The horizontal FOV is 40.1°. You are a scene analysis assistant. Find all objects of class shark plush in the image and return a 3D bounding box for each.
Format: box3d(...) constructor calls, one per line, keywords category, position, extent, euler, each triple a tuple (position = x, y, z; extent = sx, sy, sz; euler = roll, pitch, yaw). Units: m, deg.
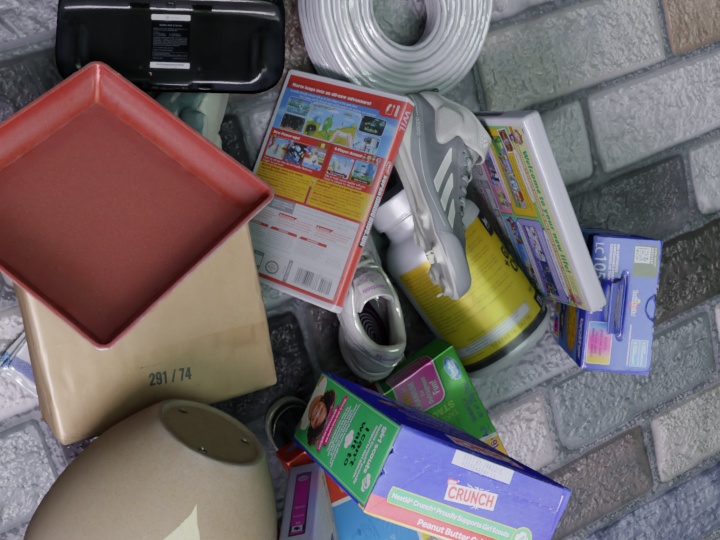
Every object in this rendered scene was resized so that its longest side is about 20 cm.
box3d(category="shark plush", position=(-0.161, -0.175, 0.883), extent=(0.082, 0.091, 0.204), euler=(11, 98, 4))

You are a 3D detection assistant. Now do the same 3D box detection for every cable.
box3d(category="cable", position=(0.038, -0.256, 0.962), extent=(0.197, 0.069, 0.204), euler=(-9, 101, -25))

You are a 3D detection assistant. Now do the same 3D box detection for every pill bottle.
box3d(category="pill bottle", position=(0.095, 0.000, 0.994), extent=(0.112, 0.112, 0.201), euler=(-39, 98, -16))

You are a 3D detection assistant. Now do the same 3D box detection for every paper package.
box3d(category="paper package", position=(-0.191, 0.030, 0.849), extent=(0.197, 0.103, 0.194), euler=(-15, 104, -24))

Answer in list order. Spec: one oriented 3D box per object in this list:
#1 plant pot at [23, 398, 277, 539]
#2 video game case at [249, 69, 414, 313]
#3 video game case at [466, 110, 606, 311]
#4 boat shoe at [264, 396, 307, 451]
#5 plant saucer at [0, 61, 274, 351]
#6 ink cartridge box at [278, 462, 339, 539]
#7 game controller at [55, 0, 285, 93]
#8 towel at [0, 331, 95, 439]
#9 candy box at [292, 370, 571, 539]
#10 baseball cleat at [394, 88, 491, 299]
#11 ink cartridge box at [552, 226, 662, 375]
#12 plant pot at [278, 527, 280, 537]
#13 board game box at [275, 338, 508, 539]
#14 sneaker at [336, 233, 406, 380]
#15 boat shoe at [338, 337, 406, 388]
box3d(category="plant pot", position=(-0.143, 0.182, 0.768), extent=(0.198, 0.200, 0.136), euler=(20, 104, -26))
box3d(category="video game case", position=(-0.043, -0.078, 0.917), extent=(0.017, 0.141, 0.203), euler=(21, 88, -58))
box3d(category="video game case", position=(0.153, -0.064, 0.982), extent=(0.022, 0.182, 0.203), euler=(-29, 109, -17))
box3d(category="boat shoe", position=(-0.022, 0.215, 1.002), extent=(0.074, 0.066, 0.201), euler=(-36, 110, -16))
box3d(category="plant saucer", position=(-0.200, -0.051, 0.758), extent=(0.198, 0.037, 0.200), euler=(36, 55, 11))
box3d(category="ink cartridge box", position=(-0.041, 0.247, 0.818), extent=(0.036, 0.200, 0.096), euler=(-11, 105, 1))
box3d(category="game controller", position=(-0.163, -0.206, 0.853), extent=(0.196, 0.042, 0.107), euler=(0, 86, -6))
box3d(category="towel", position=(-0.216, 0.053, 0.910), extent=(0.147, 0.024, 0.201), euler=(43, 78, -25))
box3d(category="candy box", position=(0.052, 0.165, 0.840), extent=(0.167, 0.200, 0.078), euler=(25, 86, -21))
box3d(category="baseball cleat", position=(0.085, -0.079, 0.910), extent=(0.105, 0.070, 0.203), euler=(-17, 79, -11))
box3d(category="ink cartridge box", position=(0.258, 0.027, 1.032), extent=(0.075, 0.200, 0.139), euler=(4, 96, 0))
box3d(category="plant pot", position=(-0.179, 0.317, 0.880), extent=(0.198, 0.200, 0.178), euler=(21, 102, -27))
box3d(category="board game box", position=(0.038, 0.187, 0.965), extent=(0.198, 0.040, 0.155), euler=(-34, 105, -16))
box3d(category="sneaker", position=(0.000, 0.000, 0.945), extent=(0.074, 0.100, 0.203), euler=(-19, 80, -19))
box3d(category="boat shoe", position=(0.050, 0.137, 1.027), extent=(0.069, 0.071, 0.202), euler=(-31, 103, -15))
